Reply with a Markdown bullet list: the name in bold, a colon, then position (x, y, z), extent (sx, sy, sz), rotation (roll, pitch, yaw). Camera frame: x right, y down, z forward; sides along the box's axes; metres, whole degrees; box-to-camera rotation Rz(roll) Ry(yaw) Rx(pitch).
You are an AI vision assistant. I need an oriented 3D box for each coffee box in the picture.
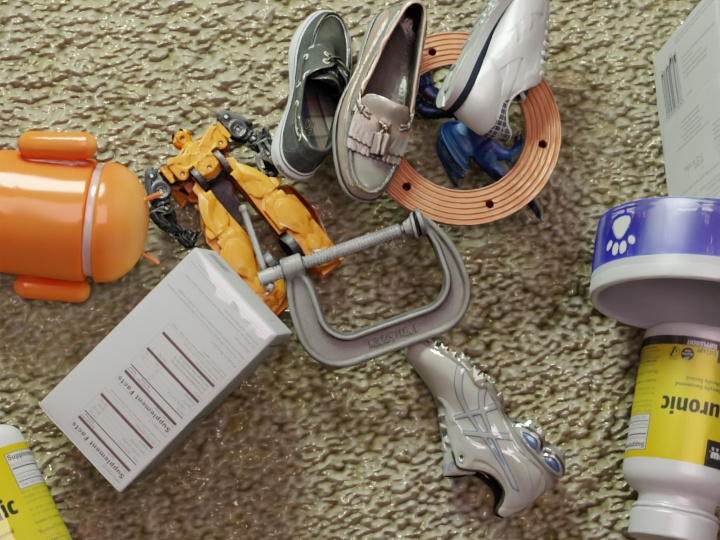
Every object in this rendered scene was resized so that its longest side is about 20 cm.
- **coffee box**: position (0.419, -0.151, 1.576), extent (0.195, 0.200, 0.202), rotation (-2, 77, -9)

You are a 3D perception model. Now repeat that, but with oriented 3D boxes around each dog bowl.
- **dog bowl**: position (0.320, -0.001, 1.529), extent (0.198, 0.200, 0.080), rotation (9, 73, -6)

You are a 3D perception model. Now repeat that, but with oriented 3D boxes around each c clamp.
- **c clamp**: position (0.000, 0.000, 1.509), extent (0.198, 0.027, 0.173), rotation (-13, 90, -2)

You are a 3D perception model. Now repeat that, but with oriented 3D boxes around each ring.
- **ring**: position (0.096, -0.137, 1.561), extent (0.198, 0.019, 0.203), rotation (2, 73, -5)

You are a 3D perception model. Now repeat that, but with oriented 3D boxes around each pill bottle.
- **pill bottle**: position (-0.336, 0.208, 1.437), extent (0.111, 0.111, 0.201), rotation (-26, 81, -13)
- **pill bottle**: position (0.312, 0.160, 1.531), extent (0.110, 0.111, 0.202), rotation (13, 77, -5)

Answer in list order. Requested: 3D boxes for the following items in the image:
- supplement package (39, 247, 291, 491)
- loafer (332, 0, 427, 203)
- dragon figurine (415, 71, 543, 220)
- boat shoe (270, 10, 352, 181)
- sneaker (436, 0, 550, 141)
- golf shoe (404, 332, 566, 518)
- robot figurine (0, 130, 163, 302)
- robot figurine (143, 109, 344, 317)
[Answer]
- **supplement package**: position (-0.175, 0.089, 1.461), extent (0.200, 0.114, 0.110), rotation (-44, 86, 2)
- **loafer**: position (0.022, -0.165, 1.514), extent (0.071, 0.063, 0.202), rotation (18, 70, -19)
- **dragon figurine**: position (0.109, -0.122, 1.598), extent (0.099, 0.059, 0.202), rotation (-18, 76, -9)
- **boat shoe**: position (-0.037, -0.178, 1.566), extent (0.068, 0.057, 0.202), rotation (26, 56, -24)
- **sneaker**: position (0.148, -0.221, 1.552), extent (0.080, 0.076, 0.201), rotation (30, 77, -7)
- **golf shoe**: position (0.101, 0.148, 1.533), extent (0.200, 0.078, 0.097), rotation (44, 82, 5)
- **robot figurine**: position (-0.284, -0.049, 1.497), extent (0.198, 0.117, 0.145), rotation (6, 78, -2)
- **robot figurine**: position (-0.117, -0.054, 1.553), extent (0.145, 0.058, 0.200), rotation (-39, 86, -14)
